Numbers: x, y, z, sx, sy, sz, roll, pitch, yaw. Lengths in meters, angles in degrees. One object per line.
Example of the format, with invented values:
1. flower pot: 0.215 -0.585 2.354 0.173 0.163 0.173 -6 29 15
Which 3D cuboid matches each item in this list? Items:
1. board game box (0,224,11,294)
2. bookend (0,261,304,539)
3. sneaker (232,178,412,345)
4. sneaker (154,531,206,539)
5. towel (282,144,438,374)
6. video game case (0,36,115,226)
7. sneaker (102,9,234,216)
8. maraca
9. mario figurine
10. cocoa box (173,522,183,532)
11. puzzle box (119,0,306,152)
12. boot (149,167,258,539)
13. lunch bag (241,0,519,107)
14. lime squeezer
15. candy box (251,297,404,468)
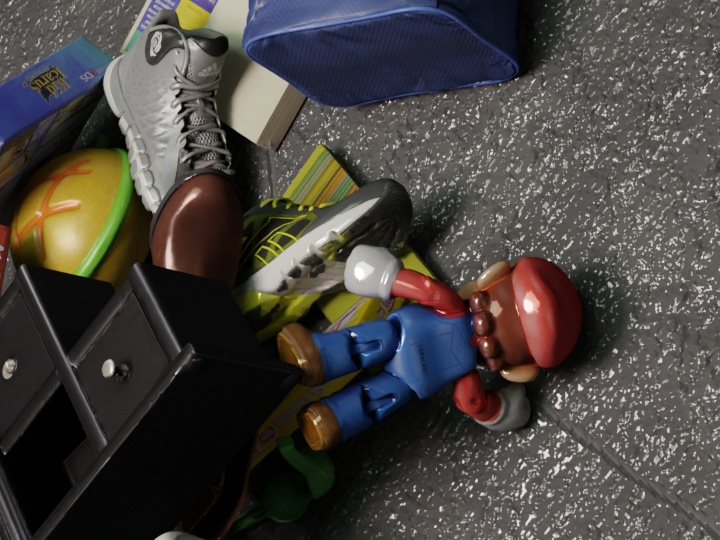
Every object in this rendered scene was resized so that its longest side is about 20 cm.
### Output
1. board game box: -0.293 0.075 1.400 0.103 0.019 0.201 -33 46 58
2. bookend: -0.162 0.057 1.204 0.200 0.092 0.199 -49 51 24
3. sneaker: -0.046 -0.022 1.342 0.200 0.074 0.085 -34 59 35
4. sneaker: -0.057 0.206 1.211 0.081 0.200 0.077 -38 45 21
5. towel: 0.000 0.000 1.361 0.086 0.018 0.200 -54 50 19
6. video game case: -0.285 -0.078 1.489 0.045 0.200 0.181 38 120 2
7. sneaker: -0.127 -0.116 1.435 0.116 0.075 0.200 -52 56 36
8. maraca: -0.223 -0.041 1.506 0.137 0.107 0.200 -52 24 6
9. mario figurine: 0.047 0.047 1.217 0.199 0.124 0.106 -17 50 -16
10. cocoa box: -0.179 0.274 1.312 0.200 0.131 0.133 -46 73 17
11. puzzle box: -0.100 -0.192 1.505 0.200 0.025 0.133 36 99 42
12. boot: -0.105 0.052 1.260 0.189 0.068 0.200 -66 24 21
13. lunch bag: 0.012 -0.204 1.336 0.199 0.136 0.133 -5 70 31
14. lime squeezer: -0.057 0.157 1.322 0.038 0.070 0.200 56 145 11
15. candy box: -0.051 0.089 1.312 0.200 0.026 0.102 -43 10 26
